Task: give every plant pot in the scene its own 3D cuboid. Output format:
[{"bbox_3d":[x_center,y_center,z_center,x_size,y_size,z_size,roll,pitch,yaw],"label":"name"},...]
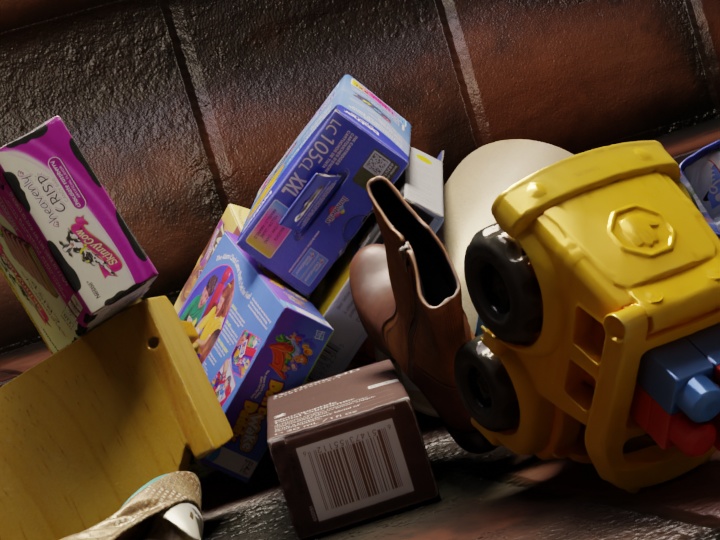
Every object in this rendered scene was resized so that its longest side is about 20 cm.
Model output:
[{"bbox_3d":[0.100,0.025,1.584,0.187,0.188,0.200,-12,23,41],"label":"plant pot"}]

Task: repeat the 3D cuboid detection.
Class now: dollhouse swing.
[{"bbox_3d":[-0.189,0.134,1.495,0.200,0.182,0.176,-32,-24,8],"label":"dollhouse swing"}]

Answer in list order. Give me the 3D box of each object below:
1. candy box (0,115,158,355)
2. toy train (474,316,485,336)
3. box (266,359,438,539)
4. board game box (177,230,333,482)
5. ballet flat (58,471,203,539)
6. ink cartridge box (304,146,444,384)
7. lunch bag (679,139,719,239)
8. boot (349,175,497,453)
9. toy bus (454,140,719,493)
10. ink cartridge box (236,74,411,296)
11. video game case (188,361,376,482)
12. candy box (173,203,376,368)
[{"bbox_3d":[-0.222,-0.017,1.474,0.061,0.137,0.200,-31,-4,-19],"label":"candy box"},{"bbox_3d":[0.154,-0.002,1.422,0.200,0.087,0.114,-53,-15,-26],"label":"toy train"},{"bbox_3d":[-0.009,0.119,1.377,0.100,0.075,0.200,-17,4,-2],"label":"box"},{"bbox_3d":[-0.098,0.063,1.565,0.045,0.135,0.200,27,8,-23],"label":"board game box"},{"bbox_3d":[-0.140,0.183,1.261,0.065,0.071,0.200,17,24,24],"label":"ballet flat"},{"bbox_3d":[0.000,0.000,1.597,0.198,0.047,0.200,-58,9,16],"label":"ink cartridge box"},{"bbox_3d":[0.262,-0.010,1.304,0.199,0.124,0.170,-13,-32,-21],"label":"lunch bag"},{"bbox_3d":[0.025,0.008,1.309,0.068,0.189,0.200,-25,-36,0],"label":"boot"},{"bbox_3d":[0.160,0.057,1.158,0.135,0.200,0.192,-20,48,-25],"label":"toy bus"},{"bbox_3d":[-0.026,-0.067,1.580,0.137,0.076,0.200,-53,8,13],"label":"ink cartridge box"},{"bbox_3d":[-0.050,0.122,1.656,0.181,0.036,0.200,-14,6,24],"label":"video game case"},{"bbox_3d":[-0.048,0.025,1.735,0.199,0.117,0.057,16,28,-31],"label":"candy box"}]
